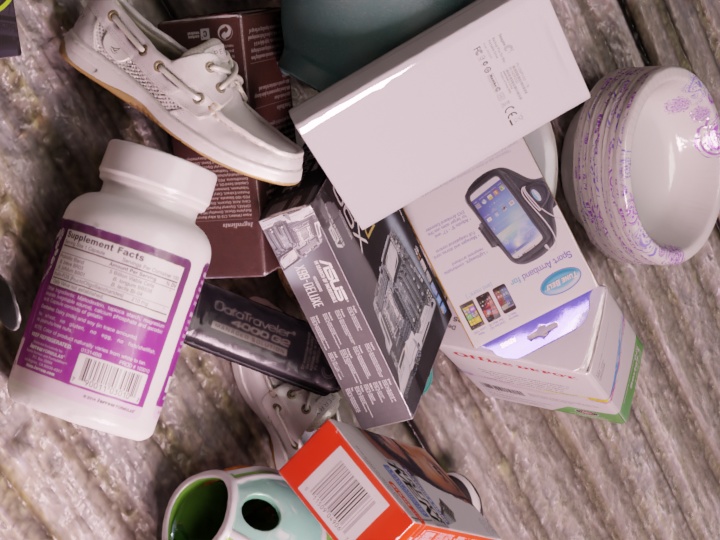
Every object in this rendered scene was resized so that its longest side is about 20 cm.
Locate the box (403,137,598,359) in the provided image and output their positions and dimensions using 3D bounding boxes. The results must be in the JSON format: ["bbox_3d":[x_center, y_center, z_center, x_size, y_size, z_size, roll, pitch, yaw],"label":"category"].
[{"bbox_3d":[0.114,-0.029,1.480,0.200,0.119,0.041,63,6,-3],"label":"box"}]

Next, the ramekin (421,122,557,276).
[{"bbox_3d":[0.097,-0.092,1.587,0.202,0.094,0.203,-5,97,-49],"label":"ramekin"}]

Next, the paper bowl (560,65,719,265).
[{"bbox_3d":[0.280,-0.107,1.786,0.200,0.104,0.201,-4,96,-47],"label":"paper bowl"}]

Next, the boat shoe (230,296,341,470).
[{"bbox_3d":[-0.047,0.110,1.459,0.071,0.069,0.200,-44,124,-38],"label":"boat shoe"}]

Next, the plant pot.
[{"bbox_3d":[0.019,-0.182,1.345,0.200,0.200,0.134,26,95,-46],"label":"plant pot"}]

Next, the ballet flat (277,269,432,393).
[{"bbox_3d":[-0.007,0.041,1.503,0.200,0.065,0.071,55,49,-38],"label":"ballet flat"}]

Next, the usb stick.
[{"bbox_3d":[-0.098,0.046,1.381,0.200,0.033,0.056,23,64,-27],"label":"usb stick"}]

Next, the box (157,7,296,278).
[{"bbox_3d":[-0.097,-0.100,1.364,0.100,0.075,0.200,-32,117,-70],"label":"box"}]

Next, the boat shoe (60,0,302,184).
[{"bbox_3d":[-0.119,-0.135,1.262,0.069,0.200,0.071,-58,177,14],"label":"boat shoe"}]

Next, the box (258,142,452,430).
[{"bbox_3d":[0.000,0.000,1.393,0.200,0.050,0.158,65,25,-22],"label":"box"}]

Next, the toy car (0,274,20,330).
[{"bbox_3d":[-0.290,-0.009,1.077,0.158,0.200,0.165,-46,125,-36],"label":"toy car"}]

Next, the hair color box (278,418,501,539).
[{"bbox_3d":[0.028,0.189,1.402,0.064,0.111,0.200,-45,155,7],"label":"hair color box"}]

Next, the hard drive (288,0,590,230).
[{"bbox_3d":[0.061,-0.122,1.282,0.200,0.026,0.132,-30,139,4],"label":"hard drive"}]

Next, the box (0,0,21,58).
[{"bbox_3d":[-0.305,-0.232,1.169,0.143,0.036,0.200,-20,106,-46],"label":"box"}]

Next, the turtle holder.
[{"bbox_3d":[-0.098,0.237,1.357,0.132,0.141,0.186,49,58,-40],"label":"turtle holder"}]

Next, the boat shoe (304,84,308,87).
[{"bbox_3d":[-0.033,-0.248,1.448,0.074,0.069,0.200,-37,119,-41],"label":"boat shoe"}]

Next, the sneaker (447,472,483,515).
[{"bbox_3d":[0.043,0.260,1.571,0.083,0.072,0.200,48,58,-37],"label":"sneaker"}]

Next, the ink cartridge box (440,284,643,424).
[{"bbox_3d":[0.166,0.067,1.593,0.200,0.145,0.084,45,58,-65],"label":"ink cartridge box"}]

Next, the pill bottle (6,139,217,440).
[{"bbox_3d":[-0.173,0.012,1.263,0.112,0.112,0.200,23,84,-47],"label":"pill bottle"}]
